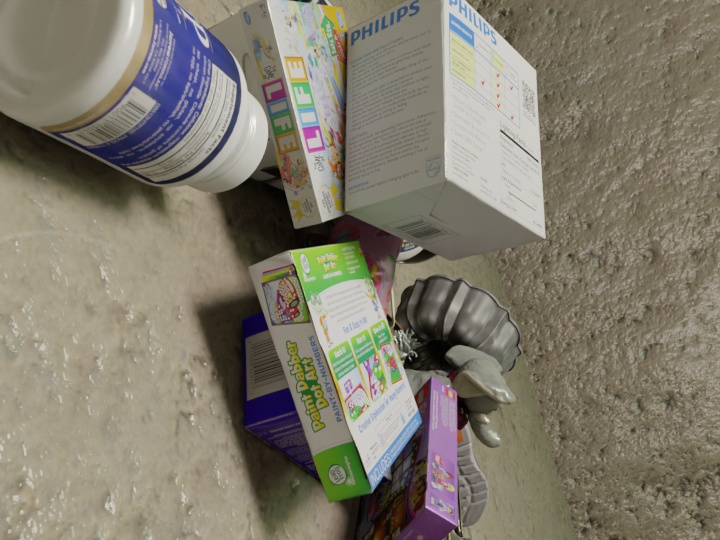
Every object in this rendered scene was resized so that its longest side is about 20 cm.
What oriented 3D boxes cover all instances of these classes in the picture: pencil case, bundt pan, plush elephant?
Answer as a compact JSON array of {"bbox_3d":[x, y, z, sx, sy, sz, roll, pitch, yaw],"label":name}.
[{"bbox_3d":[0.000,0.000,0.856,0.088,0.086,0.202,51,43,-50],"label":"pencil case"},{"bbox_3d":[0.130,0.109,1.097,0.076,0.200,0.203,-53,127,-42],"label":"bundt pan"},{"bbox_3d":[0.120,0.170,0.959,0.165,0.153,0.203,-52,141,-73],"label":"plush elephant"}]

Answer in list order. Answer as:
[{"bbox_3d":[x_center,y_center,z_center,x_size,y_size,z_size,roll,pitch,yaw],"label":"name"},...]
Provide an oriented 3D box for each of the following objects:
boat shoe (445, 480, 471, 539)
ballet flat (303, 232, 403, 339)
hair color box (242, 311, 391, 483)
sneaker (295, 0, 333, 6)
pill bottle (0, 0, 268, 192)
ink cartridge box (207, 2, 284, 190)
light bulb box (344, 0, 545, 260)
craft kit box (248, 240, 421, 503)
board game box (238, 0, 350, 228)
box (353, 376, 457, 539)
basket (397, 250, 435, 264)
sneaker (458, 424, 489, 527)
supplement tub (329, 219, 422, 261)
[{"bbox_3d":[0.116,0.357,0.989,0.072,0.060,0.204,47,29,-55],"label":"boat shoe"},{"bbox_3d":[0.001,0.023,0.947,0.068,0.072,0.201,-84,151,-55],"label":"ballet flat"},{"bbox_3d":[-0.038,0.129,0.722,0.200,0.064,0.110,54,23,-51],"label":"hair color box"},{"bbox_3d":[-0.062,-0.347,1.121,0.129,0.079,0.201,11,52,-62],"label":"sneaker"},{"bbox_3d":[-0.148,-0.126,0.524,0.200,0.118,0.121,29,45,-68],"label":"pill bottle"},{"bbox_3d":[-0.071,-0.167,0.800,0.199,0.083,0.146,15,64,-58],"label":"ink cartridge box"},{"bbox_3d":[0.089,-0.139,0.767,0.197,0.124,0.203,21,64,-48],"label":"light bulb box"},{"bbox_3d":[-0.013,0.076,0.676,0.200,0.048,0.200,-14,87,-74],"label":"craft kit box"},{"bbox_3d":[-0.040,-0.153,0.727,0.134,0.034,0.202,-27,105,-58],"label":"board game box"},{"bbox_3d":[0.047,0.221,0.779,0.039,0.137,0.201,32,26,-10],"label":"box"},{"bbox_3d":[0.057,-0.140,1.215,0.180,0.135,0.201,48,24,-43],"label":"basket"},{"bbox_3d":[0.140,0.278,1.132,0.112,0.077,0.202,-104,-175,-72],"label":"sneaker"},{"bbox_3d":[0.036,-0.129,0.973,0.146,0.143,0.202,-89,-175,-50],"label":"supplement tub"}]
